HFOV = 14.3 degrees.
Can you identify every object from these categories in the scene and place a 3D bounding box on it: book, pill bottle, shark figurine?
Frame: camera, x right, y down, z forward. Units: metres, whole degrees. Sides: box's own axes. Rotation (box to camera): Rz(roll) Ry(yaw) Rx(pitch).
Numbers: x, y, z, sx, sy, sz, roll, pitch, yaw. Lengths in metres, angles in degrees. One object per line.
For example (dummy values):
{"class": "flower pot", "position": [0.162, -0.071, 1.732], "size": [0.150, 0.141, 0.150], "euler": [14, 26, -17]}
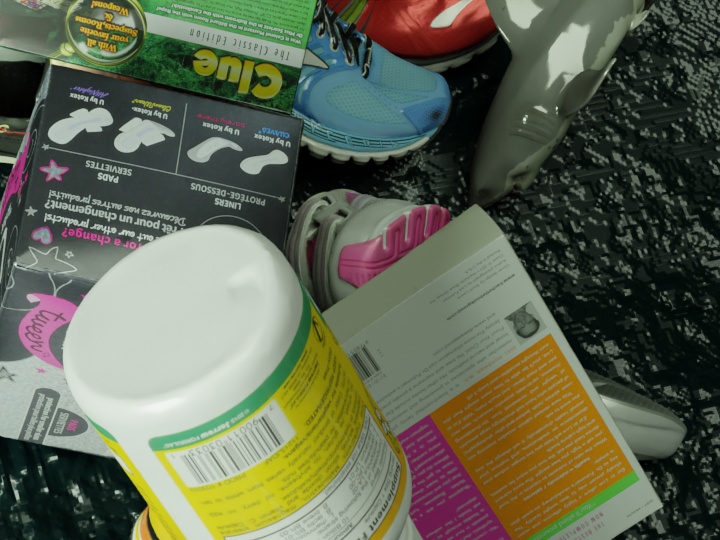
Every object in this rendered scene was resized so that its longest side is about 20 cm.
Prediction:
{"class": "book", "position": [0.051, 0.080, 1.425], "size": [0.133, 0.200, 0.048], "euler": [-34, 38, -3]}
{"class": "pill bottle", "position": [-0.043, 0.083, 1.300], "size": [0.112, 0.200, 0.113], "euler": [-17, 42, 16]}
{"class": "shark figurine", "position": [0.112, -0.146, 1.598], "size": [0.089, 0.128, 0.215], "euler": [34, 61, -1]}

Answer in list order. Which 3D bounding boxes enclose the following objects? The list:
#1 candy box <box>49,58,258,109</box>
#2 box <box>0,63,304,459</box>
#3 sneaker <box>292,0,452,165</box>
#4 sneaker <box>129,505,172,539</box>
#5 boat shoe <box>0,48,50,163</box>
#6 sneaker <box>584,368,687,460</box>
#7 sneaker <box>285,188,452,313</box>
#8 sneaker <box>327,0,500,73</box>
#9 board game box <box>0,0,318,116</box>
{"class": "candy box", "position": [-0.103, -0.154, 1.471], "size": [0.116, 0.056, 0.201], "euler": [-2, 101, -1]}
{"class": "box", "position": [-0.117, 0.006, 1.417], "size": [0.132, 0.200, 0.115], "euler": [12, 61, -10]}
{"class": "sneaker", "position": [-0.034, -0.125, 1.541], "size": [0.200, 0.090, 0.078], "euler": [21, 32, -21]}
{"class": "sneaker", "position": [-0.019, 0.161, 1.428], "size": [0.200, 0.090, 0.070], "euler": [33, 49, 2]}
{"class": "boat shoe", "position": [-0.166, -0.095, 1.532], "size": [0.201, 0.063, 0.074], "euler": [3, 61, -20]}
{"class": "sneaker", "position": [0.080, 0.089, 1.518], "size": [0.200, 0.070, 0.081], "euler": [6, 102, -28]}
{"class": "sneaker", "position": [0.000, 0.000, 1.482], "size": [0.088, 0.200, 0.082], "euler": [11, 89, 9]}
{"class": "sneaker", "position": [-0.003, -0.160, 1.598], "size": [0.199, 0.085, 0.077], "euler": [2, 65, -15]}
{"class": "board game box", "position": [-0.119, -0.150, 1.432], "size": [0.199, 0.023, 0.105], "euler": [14, 98, -4]}
